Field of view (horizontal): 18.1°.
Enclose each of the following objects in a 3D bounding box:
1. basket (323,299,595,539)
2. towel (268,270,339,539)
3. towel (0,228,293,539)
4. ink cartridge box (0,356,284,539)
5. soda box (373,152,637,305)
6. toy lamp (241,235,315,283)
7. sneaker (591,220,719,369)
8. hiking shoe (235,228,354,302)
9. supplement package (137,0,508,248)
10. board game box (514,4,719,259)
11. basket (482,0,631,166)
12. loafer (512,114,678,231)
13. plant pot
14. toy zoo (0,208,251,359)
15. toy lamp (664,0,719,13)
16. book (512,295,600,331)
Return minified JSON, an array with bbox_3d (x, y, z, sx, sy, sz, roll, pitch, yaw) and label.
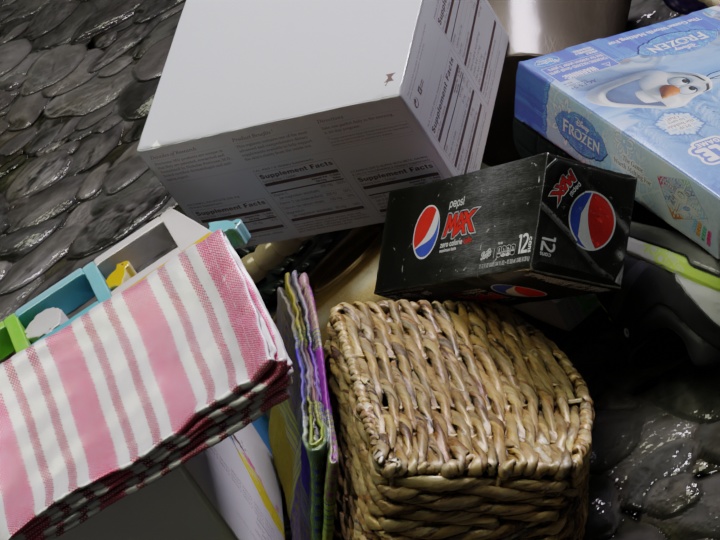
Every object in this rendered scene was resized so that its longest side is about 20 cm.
[{"bbox_3d":[0.055,0.124,1.291,0.141,0.150,0.200,0,25,-10],"label":"basket"},{"bbox_3d":[-0.036,0.108,1.343,0.023,0.145,0.201,1,32,-7],"label":"towel"},{"bbox_3d":[-0.142,0.067,1.289,0.199,0.030,0.147,-31,40,0],"label":"towel"},{"bbox_3d":[-0.141,0.135,1.389,0.146,0.147,0.200,-27,28,9],"label":"ink cartridge box"},{"bbox_3d":[0.082,-0.019,1.342,0.200,0.063,0.071,-10,69,63],"label":"soda box"},{"bbox_3d":[-0.059,-0.015,1.595,0.200,0.058,0.058,-37,23,25],"label":"toy lamp"},{"bbox_3d":[0.160,0.014,1.336,0.200,0.071,0.084,18,92,56],"label":"sneaker"},{"bbox_3d":[-0.013,-0.041,1.653,0.200,0.075,0.087,-40,-22,19],"label":"hiking shoe"},{"bbox_3d":[-0.023,-0.119,1.496,0.199,0.111,0.157,-9,48,28],"label":"supplement package"},{"bbox_3d":[0.229,-0.093,1.354,0.199,0.044,0.199,-18,37,-27],"label":"board game box"},{"bbox_3d":[0.127,-0.176,1.629,0.135,0.181,0.201,-18,41,26],"label":"basket"},{"bbox_3d":[0.187,-0.063,1.411,0.199,0.073,0.072,27,46,29],"label":"loafer"},{"bbox_3d":[0.000,0.000,1.526,0.200,0.028,0.200,-42,9,8],"label":"plant pot"},{"bbox_3d":[-0.155,0.027,1.398,0.199,0.021,0.131,-34,27,-3],"label":"toy zoo"},{"bbox_3d":[0.267,-0.179,1.563,0.058,0.058,0.200,-34,24,-4],"label":"toy lamp"},{"bbox_3d":[0.169,-0.049,1.487,0.200,0.048,0.133,-39,33,-15],"label":"book"}]
